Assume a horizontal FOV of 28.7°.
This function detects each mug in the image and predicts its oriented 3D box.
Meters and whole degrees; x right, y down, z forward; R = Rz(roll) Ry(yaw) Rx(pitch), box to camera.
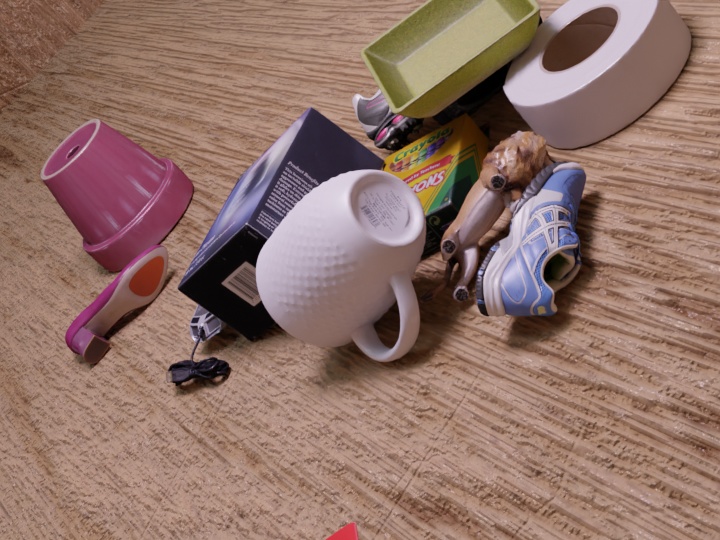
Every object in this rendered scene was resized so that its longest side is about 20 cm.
[{"bbox_3d":[0.000,0.000,1.464,0.147,0.201,0.175,-16,-19,-34],"label":"mug"}]

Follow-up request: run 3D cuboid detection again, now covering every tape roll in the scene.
[{"bbox_3d":[0.256,-0.228,1.535,0.202,0.071,0.203,-33,29,21],"label":"tape roll"}]

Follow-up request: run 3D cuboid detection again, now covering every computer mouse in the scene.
[{"bbox_3d":[-0.178,0.060,1.774,0.109,0.044,0.201,-22,39,46],"label":"computer mouse"}]

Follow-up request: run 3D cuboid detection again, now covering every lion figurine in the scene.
[{"bbox_3d":[0.127,-0.058,1.468,0.200,0.072,0.123,-48,11,14],"label":"lion figurine"}]

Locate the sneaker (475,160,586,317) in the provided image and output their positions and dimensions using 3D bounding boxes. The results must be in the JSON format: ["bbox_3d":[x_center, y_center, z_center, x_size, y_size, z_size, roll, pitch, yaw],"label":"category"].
[{"bbox_3d":[0.184,-0.026,1.366,0.077,0.076,0.200,11,53,28],"label":"sneaker"}]

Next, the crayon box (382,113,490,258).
[{"bbox_3d":[0.080,-0.100,1.623,0.127,0.051,0.201,-28,30,31],"label":"crayon box"}]

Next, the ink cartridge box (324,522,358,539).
[{"bbox_3d":[-0.057,0.318,1.195,0.200,0.067,0.116,-38,28,14],"label":"ink cartridge box"}]

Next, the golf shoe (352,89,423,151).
[{"bbox_3d":[0.079,-0.239,1.761,0.200,0.088,0.077,-39,-13,8],"label":"golf shoe"}]

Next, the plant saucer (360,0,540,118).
[{"bbox_3d":[0.110,-0.262,1.636,0.200,0.048,0.200,-36,31,8],"label":"plant saucer"}]

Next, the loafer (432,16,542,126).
[{"bbox_3d":[0.159,-0.247,1.683,0.201,0.068,0.070,-47,15,-23],"label":"loafer"}]

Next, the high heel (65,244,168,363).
[{"bbox_3d":[-0.356,0.035,2.024,0.200,0.067,0.096,-51,37,-5],"label":"high heel"}]

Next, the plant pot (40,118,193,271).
[{"bbox_3d":[-0.390,-0.130,2.194,0.200,0.179,0.200,-34,27,20],"label":"plant pot"}]

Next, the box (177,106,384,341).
[{"bbox_3d":[-0.097,-0.054,1.682,0.200,0.123,0.199,-37,21,50],"label":"box"}]
